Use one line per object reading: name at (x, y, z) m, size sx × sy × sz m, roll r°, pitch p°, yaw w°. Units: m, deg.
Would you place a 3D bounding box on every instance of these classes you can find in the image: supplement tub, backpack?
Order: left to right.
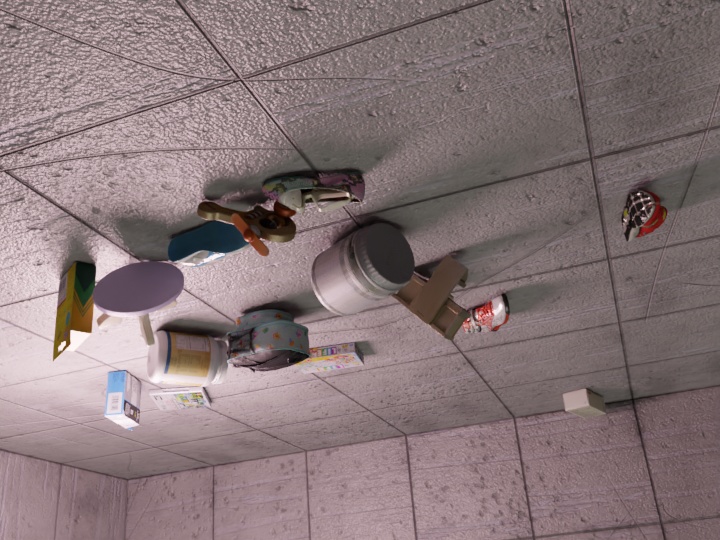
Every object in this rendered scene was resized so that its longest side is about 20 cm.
supplement tub at (-0.483, 0.249, 2.137) m, size 0.200 × 0.145 × 0.145 m, roll 10°, pitch 151°, yaw -28°
backpack at (-0.236, 0.188, 2.043) m, size 0.200 × 0.153 × 0.176 m, roll -8°, pitch 158°, yaw 30°

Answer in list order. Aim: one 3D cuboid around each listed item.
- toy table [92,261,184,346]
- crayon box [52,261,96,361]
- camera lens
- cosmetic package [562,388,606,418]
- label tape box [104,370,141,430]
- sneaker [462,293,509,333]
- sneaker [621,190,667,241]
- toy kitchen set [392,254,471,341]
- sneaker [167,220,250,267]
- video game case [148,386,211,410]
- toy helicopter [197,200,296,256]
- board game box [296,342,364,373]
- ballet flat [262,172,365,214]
toy table at (-0.502, 0.069, 1.737) m, size 0.200 × 0.184 × 0.117 m, roll -6°, pitch 147°, yaw -21°
crayon box at (-0.646, 0.097, 1.724) m, size 0.051 × 0.200 × 0.127 m, roll 14°, pitch 149°, yaw -34°
camera lens at (0.000, 0.000, 1.682) m, size 0.160 × 0.160 × 0.200 m, roll 16°, pitch 147°, yaw -37°
cosmetic package at (0.903, 0.537, 3.074) m, size 0.105 × 0.071 × 0.200 m, roll -19°, pitch 151°, yaw 29°
label tape box at (-0.747, 0.421, 2.455) m, size 0.066 × 0.143 × 0.200 m, roll -7°, pitch 154°, yaw 7°
sneaker at (0.341, 0.126, 2.116) m, size 0.108 × 0.067 × 0.201 m, roll -5°, pitch 157°, yaw -6°
sneaker at (0.619, -0.126, 1.643) m, size 0.085 × 0.077 × 0.200 m, roll -13°, pitch 165°, yaw 4°
toy kitchen set at (0.226, 0.066, 1.878) m, size 0.180 × 0.200 × 0.163 m, roll 27°, pitch 99°, yaw -48°
sneaker at (-0.309, -0.055, 1.625) m, size 0.200 × 0.077 × 0.081 m, roll -10°, pitch 163°, yaw 25°
video game case at (-0.629, 0.450, 2.681) m, size 0.182 × 0.022 × 0.200 m, roll -3°, pitch 154°, yaw -3°
toy helicopter at (-0.226, -0.093, 1.505) m, size 0.200 × 0.132 × 0.079 m, roll 14°, pitch 124°, yaw -1°
board game box at (-0.100, 0.276, 2.391) m, size 0.200 × 0.034 × 0.134 m, roll -10°, pitch 155°, yaw 10°
ballet flat at (-0.089, -0.145, 1.464) m, size 0.200 × 0.071 × 0.069 m, roll -5°, pitch 156°, yaw 0°
